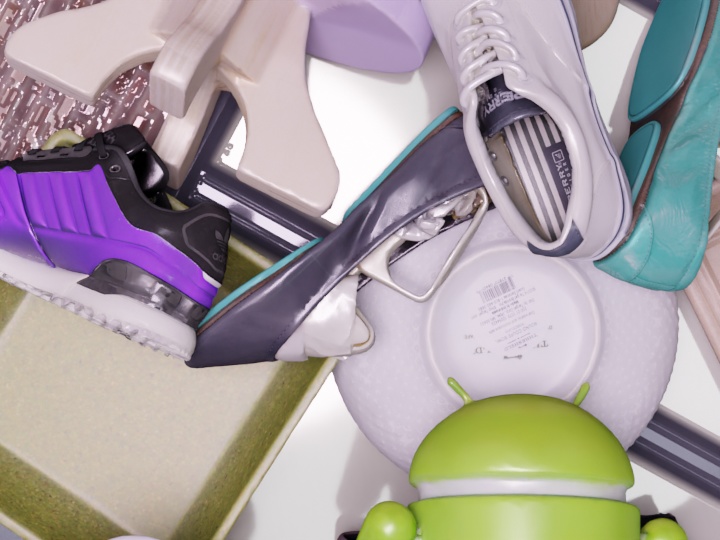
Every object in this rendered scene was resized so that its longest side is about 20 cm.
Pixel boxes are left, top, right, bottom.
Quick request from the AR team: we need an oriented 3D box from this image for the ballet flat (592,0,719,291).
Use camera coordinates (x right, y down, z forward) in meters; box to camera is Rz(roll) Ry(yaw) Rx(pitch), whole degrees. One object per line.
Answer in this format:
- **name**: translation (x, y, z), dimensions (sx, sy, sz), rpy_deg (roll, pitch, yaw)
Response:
- **ballet flat**: translation (0.177, -0.071, 0.923), dimensions (0.070, 0.067, 0.201), rpy_deg (31, 61, -17)

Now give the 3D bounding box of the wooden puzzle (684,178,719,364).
- **wooden puzzle**: translation (0.285, 0.014, 0.965), dimensions (0.184, 0.037, 0.201), rpy_deg (-27, 97, 0)

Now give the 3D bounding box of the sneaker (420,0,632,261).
- **sneaker**: translation (0.075, -0.099, 0.838), dimensions (0.073, 0.071, 0.201), rpy_deg (-30, 81, 24)

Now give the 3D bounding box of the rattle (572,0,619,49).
- **rattle**: translation (0.089, -0.187, 0.949), dimensions (0.130, 0.143, 0.201), rpy_deg (-24, 136, -29)

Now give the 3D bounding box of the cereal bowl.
- **cereal bowl**: translation (0.079, 0.032, 0.937), dimensions (0.199, 0.083, 0.201), rpy_deg (0, 93, 0)

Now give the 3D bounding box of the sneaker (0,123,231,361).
- **sneaker**: translation (-0.149, -0.034, 0.881), dimensions (0.199, 0.070, 0.100), rpy_deg (23, 83, 21)

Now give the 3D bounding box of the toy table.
- **toy table**: translation (-0.074, -0.117, 0.891), dimensions (0.199, 0.184, 0.118), rpy_deg (22, 76, 10)

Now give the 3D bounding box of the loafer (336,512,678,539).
- **loafer**: translation (0.081, 0.158, 0.946), dimensions (0.199, 0.072, 0.063), rpy_deg (-13, 97, 3)

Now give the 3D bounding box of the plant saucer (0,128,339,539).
- **plant saucer**: translation (-0.133, 0.058, 0.944), dimensions (0.199, 0.048, 0.201), rpy_deg (33, 91, 5)

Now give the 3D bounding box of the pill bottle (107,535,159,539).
- **pill bottle**: translation (-0.155, 0.209, 0.874), dimensions (0.114, 0.200, 0.115), rpy_deg (19, 54, -28)

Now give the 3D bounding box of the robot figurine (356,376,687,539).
- **robot figurine**: translation (0.080, 0.153, 0.844), dimensions (0.174, 0.116, 0.201), rpy_deg (5, 77, -19)

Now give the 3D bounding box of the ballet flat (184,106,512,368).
- **ballet flat**: translation (0.000, 0.000, 0.877), dimensions (0.200, 0.073, 0.073), rpy_deg (-40, 92, -4)
